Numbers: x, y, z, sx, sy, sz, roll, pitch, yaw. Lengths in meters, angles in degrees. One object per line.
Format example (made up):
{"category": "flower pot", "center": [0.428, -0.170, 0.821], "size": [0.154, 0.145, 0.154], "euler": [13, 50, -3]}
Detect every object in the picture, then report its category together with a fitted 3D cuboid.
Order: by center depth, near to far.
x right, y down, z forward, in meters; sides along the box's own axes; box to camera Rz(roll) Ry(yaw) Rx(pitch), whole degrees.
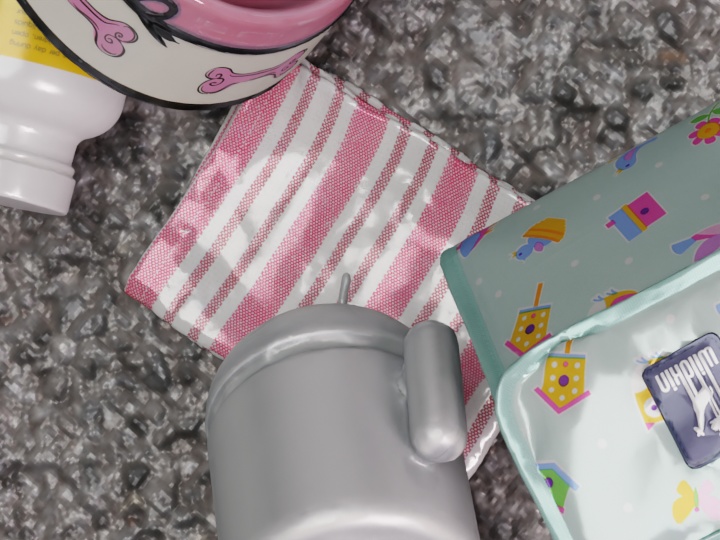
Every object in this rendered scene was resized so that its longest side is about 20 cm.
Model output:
{"category": "lunch bag", "center": [0.141, 0.040, 1.173], "size": [0.170, 0.122, 0.200], "euler": [-28, 36, 9]}
{"category": "robot figurine", "center": [-0.009, 0.096, 1.229], "size": [0.170, 0.113, 0.201], "euler": [-44, 36, 31]}
{"category": "dog bowl", "center": [-0.073, -0.180, 1.282], "size": [0.074, 0.199, 0.201], "euler": [-23, 74, 51]}
{"category": "towel", "center": [0.000, 0.000, 1.327], "size": [0.199, 0.030, 0.147], "euler": [32, 94, 18]}
{"category": "pill bottle", "center": [-0.155, -0.132, 1.353], "size": [0.104, 0.104, 0.201], "euler": [11, 86, 19]}
